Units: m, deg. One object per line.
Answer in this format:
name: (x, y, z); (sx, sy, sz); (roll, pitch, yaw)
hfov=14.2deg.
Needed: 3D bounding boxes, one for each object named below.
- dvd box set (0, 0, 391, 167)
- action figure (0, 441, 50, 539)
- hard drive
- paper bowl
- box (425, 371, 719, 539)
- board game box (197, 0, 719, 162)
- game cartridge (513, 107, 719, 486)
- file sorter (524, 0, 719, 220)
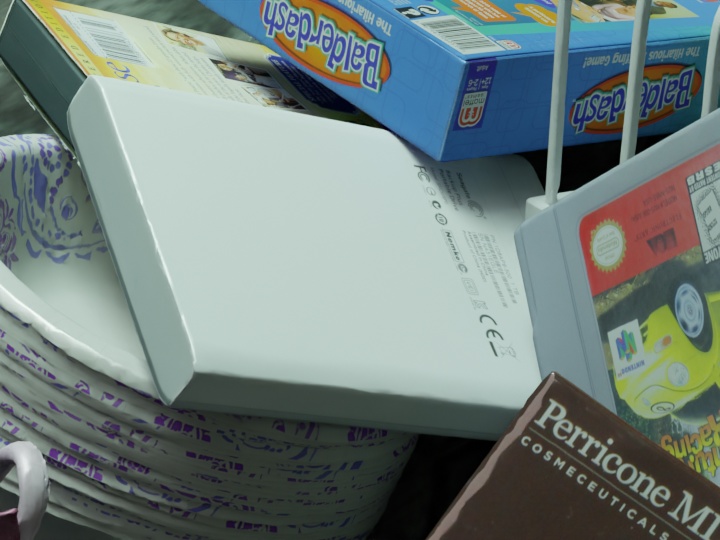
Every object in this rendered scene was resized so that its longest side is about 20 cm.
dvd box set: (-0.030, -0.048, 1.145); (0.146, 0.199, 0.030); (48, 120, 46)
action figure: (-0.105, 0.181, 0.914); (0.200, 0.134, 0.149); (42, 51, 12)
hard drive: (0.000, 0.000, 1.033); (0.027, 0.199, 0.132); (-50, 47, 34)
paper bowl: (-0.078, 0.042, 1.070); (0.105, 0.200, 0.201); (-66, 24, 21)
box: (0.038, 0.142, 0.843); (0.100, 0.075, 0.200); (34, 76, 14)
board game box: (0.058, -0.103, 1.165); (0.199, 0.045, 0.152); (-9, 33, -41)
game cartridge: (0.118, 0.022, 0.942); (0.041, 0.134, 0.200); (-9, -12, -29)
file sorter: (0.170, -0.048, 1.012); (0.138, 0.125, 0.200); (-8, 23, -27)
